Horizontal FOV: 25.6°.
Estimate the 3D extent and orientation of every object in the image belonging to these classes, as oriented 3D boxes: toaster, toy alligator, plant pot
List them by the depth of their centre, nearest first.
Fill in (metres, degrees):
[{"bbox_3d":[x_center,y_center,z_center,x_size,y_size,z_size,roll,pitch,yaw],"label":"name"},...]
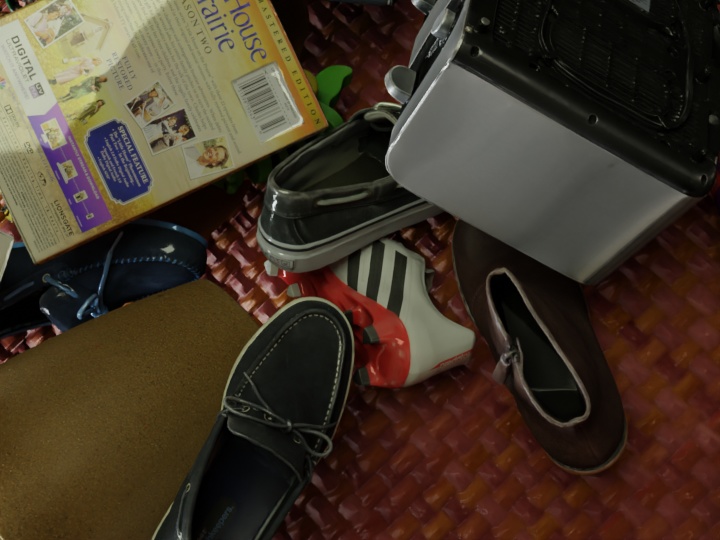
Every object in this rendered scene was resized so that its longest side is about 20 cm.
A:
[{"bbox_3d":[0.121,-0.111,0.928,0.200,0.119,0.181,27,47,-14],"label":"toaster"},{"bbox_3d":[-0.144,0.104,0.981,0.200,0.187,0.186,-39,66,-16],"label":"plant pot"},{"bbox_3d":[-0.076,-0.076,1.023,0.200,0.059,0.054,-28,64,-24],"label":"toy alligator"}]

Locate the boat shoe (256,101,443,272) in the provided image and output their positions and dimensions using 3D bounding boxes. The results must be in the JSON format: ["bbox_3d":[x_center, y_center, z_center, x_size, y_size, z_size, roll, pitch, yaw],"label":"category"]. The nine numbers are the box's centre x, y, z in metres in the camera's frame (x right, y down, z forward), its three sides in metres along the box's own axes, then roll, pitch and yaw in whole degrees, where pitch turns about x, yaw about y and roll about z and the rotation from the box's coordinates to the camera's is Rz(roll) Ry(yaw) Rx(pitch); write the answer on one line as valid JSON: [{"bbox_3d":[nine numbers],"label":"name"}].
[{"bbox_3d":[0.020,-0.069,0.999,0.072,0.071,0.200,37,54,24],"label":"boat shoe"}]

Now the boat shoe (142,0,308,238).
[{"bbox_3d":[-0.099,-0.107,1.093,0.070,0.070,0.200,6,65,56],"label":"boat shoe"}]

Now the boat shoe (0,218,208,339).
[{"bbox_3d":[-0.184,0.017,1.058,0.200,0.084,0.069,-14,56,35],"label":"boat shoe"}]

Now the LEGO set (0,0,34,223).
[{"bbox_3d":[-0.219,-0.137,1.069,0.116,0.200,0.154,26,65,10],"label":"LEGO set"}]

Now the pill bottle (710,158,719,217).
[{"bbox_3d":[0.277,-0.008,0.926,0.112,0.112,0.201,-17,68,9],"label":"pill bottle"}]

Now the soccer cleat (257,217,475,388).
[{"bbox_3d":[0.000,0.000,1.029,0.085,0.069,0.200,-7,42,-30],"label":"soccer cleat"}]

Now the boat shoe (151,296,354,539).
[{"bbox_3d":[-0.055,0.100,0.911,0.075,0.062,0.200,34,64,-10],"label":"boat shoe"}]

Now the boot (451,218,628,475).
[{"bbox_3d":[0.099,0.021,0.934,0.072,0.166,0.200,-27,67,5],"label":"boot"}]

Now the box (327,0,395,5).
[{"bbox_3d":[-0.066,-0.262,1.034,0.199,0.107,0.149,6,109,6],"label":"box"}]

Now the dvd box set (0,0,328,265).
[{"bbox_3d":[-0.139,-0.111,0.972,0.200,0.029,0.147,-26,92,-6],"label":"dvd box set"}]

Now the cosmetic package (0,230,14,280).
[{"bbox_3d":[-0.295,0.021,1.026,0.073,0.200,0.104,24,77,-23],"label":"cosmetic package"}]
